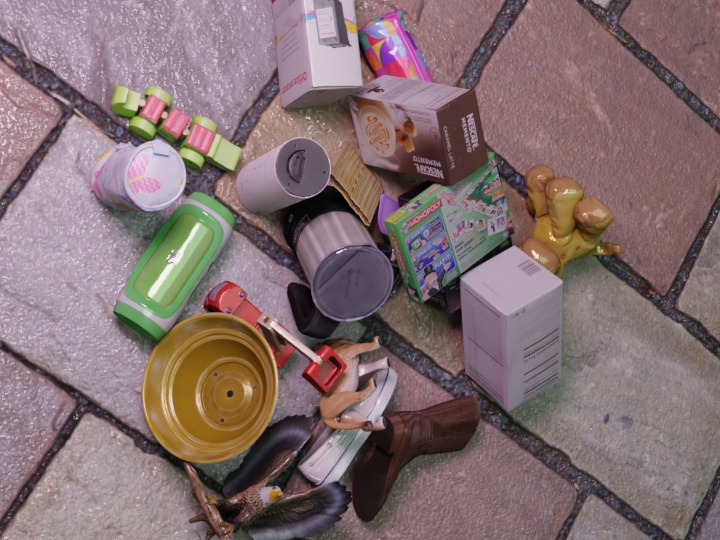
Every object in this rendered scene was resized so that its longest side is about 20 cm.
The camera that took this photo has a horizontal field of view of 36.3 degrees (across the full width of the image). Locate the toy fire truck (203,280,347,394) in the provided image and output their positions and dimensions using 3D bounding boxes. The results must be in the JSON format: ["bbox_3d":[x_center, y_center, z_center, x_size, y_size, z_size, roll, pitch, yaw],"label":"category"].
[{"bbox_3d":[-0.122,0.089,1.520,0.200,0.141,0.049,43,72,-11],"label":"toy fire truck"}]

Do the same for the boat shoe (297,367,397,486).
[{"bbox_3d":[-0.028,0.213,1.600,0.086,0.075,0.203,35,81,-8],"label":"boat shoe"}]

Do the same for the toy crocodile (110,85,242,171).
[{"bbox_3d":[-0.256,-0.200,1.533,0.199,0.062,0.068,31,75,-18],"label":"toy crocodile"}]

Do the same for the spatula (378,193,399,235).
[{"bbox_3d":[0.096,-0.061,1.667,0.199,0.020,0.057,18,74,-37],"label":"spatula"}]

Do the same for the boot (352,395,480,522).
[{"bbox_3d":[0.089,0.279,1.644,0.199,0.064,0.188,-6,125,-44],"label":"boot"}]

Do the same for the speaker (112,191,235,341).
[{"bbox_3d":[-0.254,-0.007,1.508,0.088,0.088,0.201,36,74,-16],"label":"speaker"}]

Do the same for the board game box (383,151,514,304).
[{"bbox_3d":[0.130,-0.063,1.560,0.199,0.029,0.136,-35,121,-26],"label":"board game box"}]

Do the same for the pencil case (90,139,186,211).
[{"bbox_3d":[-0.292,-0.123,1.441,0.083,0.200,0.092,25,84,-25],"label":"pencil case"}]

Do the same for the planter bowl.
[{"bbox_3d":[-0.191,0.164,1.501,0.198,0.083,0.203,-4,76,16],"label":"planter bowl"}]

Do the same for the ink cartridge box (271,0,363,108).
[{"bbox_3d":[-0.067,-0.347,1.578,0.085,0.147,0.203,-7,90,-21],"label":"ink cartridge box"}]

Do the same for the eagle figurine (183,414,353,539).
[{"bbox_3d":[-0.129,0.308,1.513,0.199,0.150,0.154,-21,118,-39],"label":"eagle figurine"}]

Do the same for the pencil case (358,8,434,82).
[{"bbox_3d":[0.070,-0.293,1.667,0.088,0.088,0.201,-33,98,-21],"label":"pencil case"}]

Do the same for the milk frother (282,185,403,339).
[{"bbox_3d":[0.000,0.000,1.557,0.198,0.189,0.182,0,119,-18],"label":"milk frother"}]

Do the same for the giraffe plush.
[{"bbox_3d":[0.294,-0.039,1.723,0.162,0.172,0.200,-47,138,-8],"label":"giraffe plush"}]

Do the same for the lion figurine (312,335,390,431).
[{"bbox_3d":[-0.024,0.160,1.529,0.121,0.201,0.073,-16,120,17],"label":"lion figurine"}]

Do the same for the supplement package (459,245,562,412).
[{"bbox_3d":[0.225,0.088,1.638,0.109,0.114,0.202,-27,134,-22],"label":"supplement package"}]

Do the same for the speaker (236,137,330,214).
[{"bbox_3d":[-0.110,-0.128,1.514,0.080,0.200,0.082,2,85,-21],"label":"speaker"}]

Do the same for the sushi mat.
[{"bbox_3d":[-0.005,-0.128,1.580,0.012,0.200,0.096,-36,100,16],"label":"sushi mat"}]

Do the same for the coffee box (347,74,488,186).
[{"bbox_3d":[0.080,-0.203,1.570,0.079,0.199,0.115,-31,122,-28],"label":"coffee box"}]

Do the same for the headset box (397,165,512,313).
[{"bbox_3d":[0.150,-0.043,1.650,0.148,0.075,0.202,-30,120,-29],"label":"headset box"}]
